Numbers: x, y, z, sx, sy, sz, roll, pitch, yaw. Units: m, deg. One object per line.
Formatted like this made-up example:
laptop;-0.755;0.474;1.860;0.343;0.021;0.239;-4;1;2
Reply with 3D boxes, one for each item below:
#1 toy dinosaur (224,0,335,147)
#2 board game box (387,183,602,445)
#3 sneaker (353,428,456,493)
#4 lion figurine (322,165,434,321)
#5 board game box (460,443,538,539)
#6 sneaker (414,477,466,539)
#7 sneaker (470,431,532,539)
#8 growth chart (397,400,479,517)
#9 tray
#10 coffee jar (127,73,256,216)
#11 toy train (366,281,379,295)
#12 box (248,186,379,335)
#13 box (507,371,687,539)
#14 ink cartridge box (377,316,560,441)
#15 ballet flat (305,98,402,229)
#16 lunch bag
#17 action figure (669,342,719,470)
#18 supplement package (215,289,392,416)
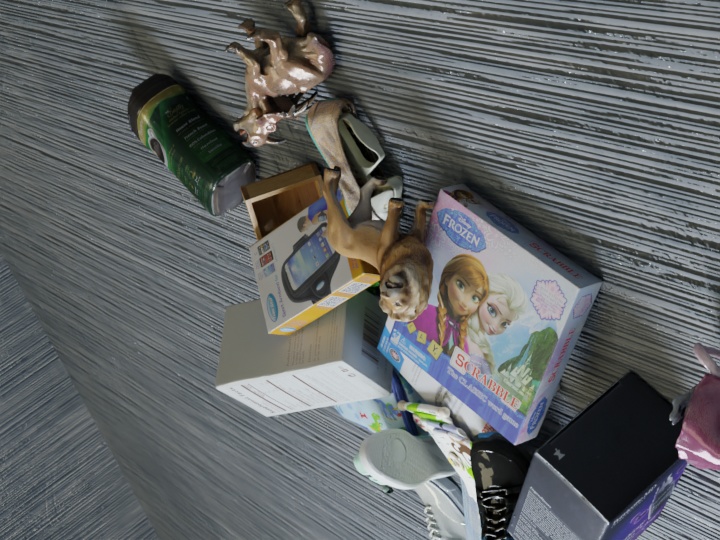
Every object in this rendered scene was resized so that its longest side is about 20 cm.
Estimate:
toy dinosaur;-0.077;-0.223;1.565;0.200;0.086;0.136;-16;120;48
board game box;0.134;0.045;1.463;0.200;0.041;0.200;37;124;33
sneaker;0.027;0.243;1.740;0.118;0.200;0.074;-15;74;30
lion figurine;0.015;-0.031;1.501;0.200;0.072;0.123;35;120;52
board game box;0.192;0.311;1.711;0.199;0.043;0.201;-169;71;-65
sneaker;0.124;0.357;1.973;0.200;0.071;0.073;46;155;17
sneaker;0.166;0.275;1.562;0.073;0.082;0.200;-7;113;32
growth chart;0.130;0.233;1.660;0.200;0.018;0.145;54;161;-7
tray;-0.080;-0.037;1.786;0.037;0.098;0.200;-116;9;-49
coffee jar;-0.234;-0.174;1.909;0.200;0.085;0.104;45;158;18
toy train;0.000;0.000;1.741;0.056;0.042;0.200;19;153;-2
box;-0.063;-0.006;1.679;0.200;0.041;0.119;-32;63;36
box;0.251;0.226;1.461;0.104;0.148;0.200;44;155;22
ink cartridge box;0.122;0.112;1.628;0.200;0.084;0.145;48;157;15
ballet flat;0.007;-0.106;1.583;0.067;0.068;0.200;-19;110;37
lunch bag;0.019;0.142;1.872;0.200;0.082;0.161;26;141;46
action figure;0.382;0.160;1.234;0.200;0.134;0.149;16;95;37
supplement package;-0.068;0.101;1.771;0.200;0.117;0.117;-12;149;32
